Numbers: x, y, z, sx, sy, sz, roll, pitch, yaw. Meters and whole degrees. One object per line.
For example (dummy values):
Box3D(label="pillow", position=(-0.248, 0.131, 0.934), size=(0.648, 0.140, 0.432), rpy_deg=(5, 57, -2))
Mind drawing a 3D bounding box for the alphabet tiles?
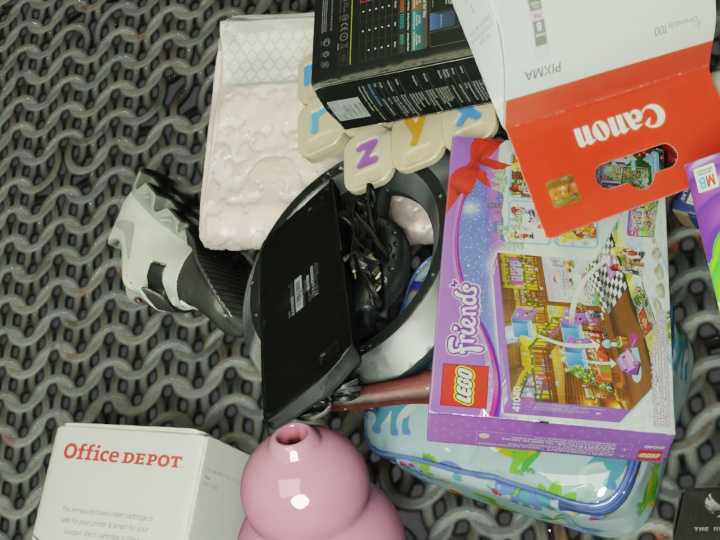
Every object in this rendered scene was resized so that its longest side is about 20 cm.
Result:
Box3D(label="alphabet tiles", position=(0.040, -0.150, 0.857), size=(0.198, 0.015, 0.198), rpy_deg=(-21, 53, 26))

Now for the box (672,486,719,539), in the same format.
Box3D(label="box", position=(0.272, 0.182, 0.600), size=(0.198, 0.160, 0.048), rpy_deg=(-9, 23, 28))

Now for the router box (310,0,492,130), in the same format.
Box3D(label="router box", position=(0.049, -0.205, 0.807), size=(0.148, 0.062, 0.202), rpy_deg=(-8, 65, 21))

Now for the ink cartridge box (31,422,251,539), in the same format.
Box3D(label="ink cartridge box", position=(-0.168, 0.223, 0.880), size=(0.145, 0.086, 0.202), rpy_deg=(-1, 67, 30))

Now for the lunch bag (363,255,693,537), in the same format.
Box3D(label="lunch bag", position=(0.108, 0.073, 0.787), size=(0.198, 0.082, 0.162), rpy_deg=(12, 71, 33))

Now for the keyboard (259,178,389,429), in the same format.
Box3D(label="keyboard", position=(-0.018, 0.017, 0.761), size=(0.104, 0.040, 0.201), rpy_deg=(-39, 29, 20))

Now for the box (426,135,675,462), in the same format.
Box3D(label="box", position=(0.114, 0.011, 0.719), size=(0.135, 0.039, 0.202), rpy_deg=(5, 56, 5))

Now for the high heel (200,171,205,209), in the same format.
Box3D(label="high heel", position=(-0.056, -0.110, 0.967), size=(0.096, 0.067, 0.202), rpy_deg=(13, 73, 45))

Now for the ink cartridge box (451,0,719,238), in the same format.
Box3D(label="ink cartridge box", position=(0.146, -0.141, 0.709), size=(0.161, 0.057, 0.202), rpy_deg=(-19, 81, -22))

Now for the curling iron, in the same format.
Box3D(label="curling iron", position=(0.050, 0.073, 0.729), size=(0.197, 0.050, 0.026), rpy_deg=(-5, 91, 6))

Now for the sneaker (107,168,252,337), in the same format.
Box3D(label="sneaker", position=(-0.146, 0.007, 0.977), size=(0.089, 0.074, 0.200), rpy_deg=(-53, 47, 12))

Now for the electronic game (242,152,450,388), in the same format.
Box3D(label="electronic game", position=(0.000, 0.000, 0.823), size=(0.198, 0.042, 0.202), rpy_deg=(-20, 51, 26))

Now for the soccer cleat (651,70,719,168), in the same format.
Box3D(label="soccer cleat", position=(0.174, -0.121, 0.835), size=(0.085, 0.069, 0.199), rpy_deg=(-43, 34, -16))

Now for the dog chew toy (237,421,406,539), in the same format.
Box3D(label="dog chew toy", position=(-0.022, 0.183, 0.742), size=(0.123, 0.202, 0.125), rpy_deg=(-9, 28, 5))

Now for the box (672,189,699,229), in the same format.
Box3D(label="box", position=(0.311, -0.061, 0.753), size=(0.199, 0.032, 0.122), rpy_deg=(21, 81, 37))

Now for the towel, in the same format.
Box3D(label="towel", position=(-0.023, -0.111, 0.928), size=(0.197, 0.032, 0.194), rpy_deg=(-1, 76, 12))

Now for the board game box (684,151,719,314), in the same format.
Box3D(label="board game box", position=(0.266, 0.029, 0.671), size=(0.104, 0.103, 0.203), rpy_deg=(-20, 70, 30))
